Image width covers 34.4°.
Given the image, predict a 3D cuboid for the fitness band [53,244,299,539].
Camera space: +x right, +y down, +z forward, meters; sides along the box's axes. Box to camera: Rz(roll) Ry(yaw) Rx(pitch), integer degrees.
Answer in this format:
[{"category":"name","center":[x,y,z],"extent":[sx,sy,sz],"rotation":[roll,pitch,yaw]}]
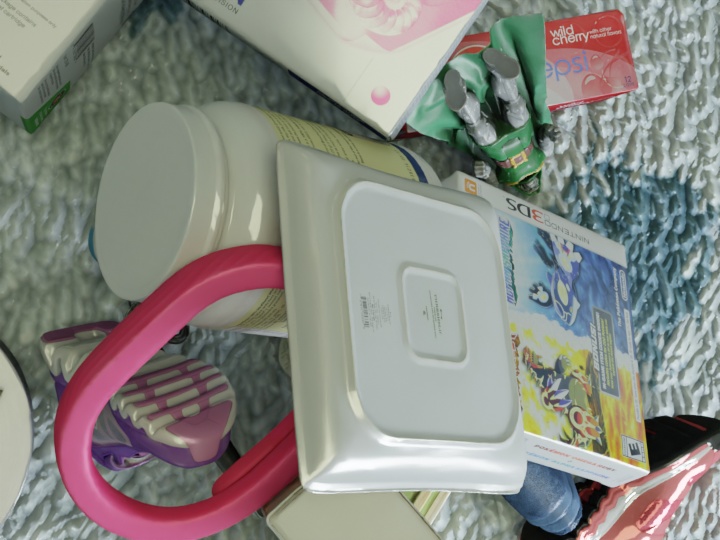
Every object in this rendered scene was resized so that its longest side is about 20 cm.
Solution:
[{"category":"fitness band","center":[-0.086,0.075,0.685],"extent":[0.200,0.037,0.144],"rotation":[-44,121,4]}]

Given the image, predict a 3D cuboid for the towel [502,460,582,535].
[{"category":"towel","center":[0.090,0.112,0.892],"extent":[0.049,0.112,0.200],"rotation":[-39,100,10]}]

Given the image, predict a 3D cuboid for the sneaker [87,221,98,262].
[{"category":"sneaker","center":[-0.107,-0.049,0.864],"extent":[0.200,0.081,0.077],"rotation":[-21,106,-34]}]

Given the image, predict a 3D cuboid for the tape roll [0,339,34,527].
[{"category":"tape roll","center":[-0.331,0.116,0.810],"extent":[0.200,0.066,0.201],"rotation":[0,89,-15]}]

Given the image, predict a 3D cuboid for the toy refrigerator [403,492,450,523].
[{"category":"toy refrigerator","center":[-0.006,0.206,0.888],"extent":[0.076,0.070,0.200],"rotation":[35,81,-11]}]

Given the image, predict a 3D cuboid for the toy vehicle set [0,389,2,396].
[{"category":"toy vehicle set","center":[-0.333,0.151,0.761],"extent":[0.124,0.027,0.200],"rotation":[24,84,-13]}]

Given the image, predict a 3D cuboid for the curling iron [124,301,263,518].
[{"category":"curling iron","center":[-0.118,0.101,0.883],"extent":[0.050,0.026,0.200],"rotation":[-27,96,-10]}]

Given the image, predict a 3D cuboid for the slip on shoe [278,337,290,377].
[{"category":"slip on shoe","center":[0.000,0.000,0.901],"extent":[0.061,0.074,0.200],"rotation":[37,70,-48]}]

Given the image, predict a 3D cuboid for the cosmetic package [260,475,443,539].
[{"category":"cosmetic package","center":[-0.008,0.169,0.756],"extent":[0.071,0.200,0.105],"rotation":[-41,90,-10]}]

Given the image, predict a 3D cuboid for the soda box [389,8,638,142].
[{"category":"soda box","center":[0.115,-0.155,0.927],"extent":[0.200,0.063,0.070],"rotation":[-13,92,-13]}]

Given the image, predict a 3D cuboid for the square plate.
[{"category":"square plate","center":[0.035,0.031,0.694],"extent":[0.198,0.028,0.200],"rotation":[12,67,-46]}]

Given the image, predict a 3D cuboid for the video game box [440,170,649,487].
[{"category":"video game box","center":[0.131,0.044,0.871],"extent":[0.182,0.047,0.200],"rotation":[19,56,-29]}]

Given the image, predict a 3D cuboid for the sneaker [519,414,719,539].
[{"category":"sneaker","center":[0.225,0.195,0.957],"extent":[0.200,0.074,0.087],"rotation":[-35,111,-8]}]

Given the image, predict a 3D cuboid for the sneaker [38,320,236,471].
[{"category":"sneaker","center":[-0.153,0.101,0.805],"extent":[0.080,0.200,0.089],"rotation":[-10,110,-38]}]

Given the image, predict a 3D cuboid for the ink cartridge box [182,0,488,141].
[{"category":"ink cartridge box","center":[-0.005,-0.222,0.767],"extent":[0.196,0.043,0.200],"rotation":[34,93,0]}]

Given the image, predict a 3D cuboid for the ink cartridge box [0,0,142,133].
[{"category":"ink cartridge box","center":[-0.201,-0.205,0.806],"extent":[0.084,0.146,0.200],"rotation":[38,80,-8]}]

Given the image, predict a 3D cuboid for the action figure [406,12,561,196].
[{"category":"action figure","center":[0.108,-0.103,0.871],"extent":[0.118,0.200,0.055],"rotation":[-28,66,9]}]

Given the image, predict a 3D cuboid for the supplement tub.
[{"category":"supplement tub","center":[-0.056,-0.029,0.762],"extent":[0.200,0.145,0.145],"rotation":[10,87,-39]}]
